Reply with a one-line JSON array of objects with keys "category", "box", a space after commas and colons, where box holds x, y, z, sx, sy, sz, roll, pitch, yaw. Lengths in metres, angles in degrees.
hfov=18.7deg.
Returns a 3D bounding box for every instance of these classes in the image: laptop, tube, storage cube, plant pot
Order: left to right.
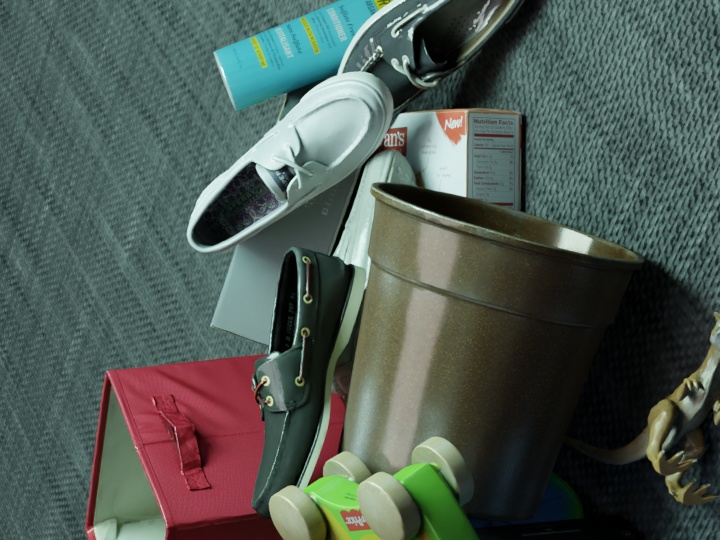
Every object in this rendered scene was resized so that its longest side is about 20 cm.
[{"category": "storage cube", "box": [-0.097, 0.184, 1.672, 0.171, 0.178, 0.201, -119, 32, -44]}, {"category": "tube", "box": [-0.017, -0.187, 1.753, 0.050, 0.199, 0.078, 76, 172, -63]}, {"category": "plant pot", "box": [0.078, 0.059, 1.542, 0.200, 0.199, 0.200, 25, 102, 55]}, {"category": "laptop", "box": [0.173, 0.186, 1.442, 0.200, 0.176, 0.104, 45, 126, 48]}]

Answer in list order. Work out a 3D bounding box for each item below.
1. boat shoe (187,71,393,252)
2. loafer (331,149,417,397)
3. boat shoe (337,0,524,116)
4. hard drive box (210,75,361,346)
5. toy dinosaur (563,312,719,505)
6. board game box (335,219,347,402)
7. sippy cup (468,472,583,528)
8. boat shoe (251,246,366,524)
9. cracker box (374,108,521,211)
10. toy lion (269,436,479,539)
[{"category": "boat shoe", "box": [-0.059, -0.079, 1.684, 0.199, 0.069, 0.072, -30, 104, 26]}, {"category": "loafer", "box": [0.000, 0.000, 1.661, 0.069, 0.070, 0.201, -6, 58, 31]}, {"category": "boat shoe", "box": [0.056, -0.178, 1.688, 0.200, 0.074, 0.061, -42, 37, 23]}, {"category": "hard drive box", "box": [-0.050, -0.059, 1.823, 0.156, 0.076, 0.201, -76, 4, -62]}, {"category": "toy dinosaur", "box": [0.213, 0.110, 1.508, 0.200, 0.060, 0.107, -49, 26, 39]}, {"category": "board game box", "box": [-0.008, 0.040, 1.785, 0.200, 0.030, 0.096, -104, 21, -66]}, {"category": "sippy cup", "box": [0.092, 0.226, 1.626, 0.178, 0.138, 0.131, -117, 29, -56]}, {"category": "boat shoe", "box": [-0.050, 0.082, 1.564, 0.074, 0.063, 0.203, 150, 137, -64]}, {"category": "cracker box", "box": [0.066, -0.025, 1.720, 0.134, 0.057, 0.202, 2, 91, 59]}, {"category": "toy lion", "box": [0.031, 0.215, 1.452, 0.200, 0.068, 0.193, -18, 100, 60]}]
